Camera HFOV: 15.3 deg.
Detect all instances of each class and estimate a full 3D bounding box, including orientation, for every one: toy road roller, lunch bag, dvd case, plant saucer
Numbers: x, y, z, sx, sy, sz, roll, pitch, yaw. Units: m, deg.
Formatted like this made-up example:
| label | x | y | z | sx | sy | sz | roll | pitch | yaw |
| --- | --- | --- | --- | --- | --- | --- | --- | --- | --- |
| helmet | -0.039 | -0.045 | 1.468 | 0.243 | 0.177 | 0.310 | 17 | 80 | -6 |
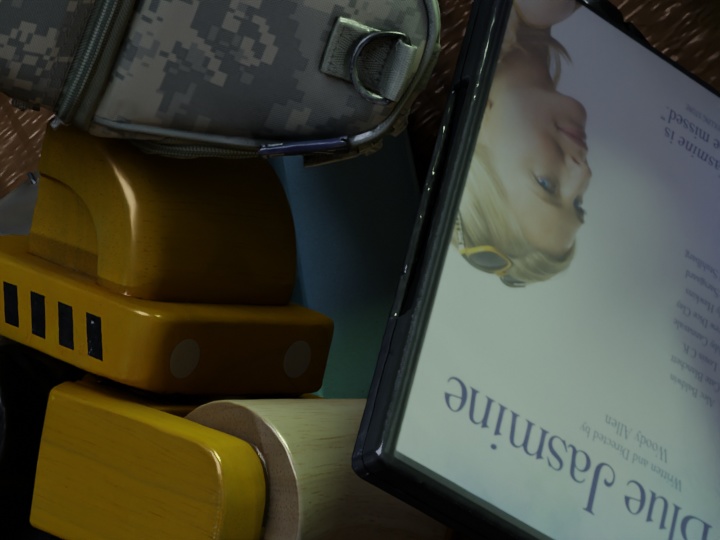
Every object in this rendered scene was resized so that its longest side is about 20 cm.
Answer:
| label | x | y | z | sx | sy | sz | roll | pitch | yaw |
| --- | --- | --- | --- | --- | --- | --- | --- | --- | --- |
| toy road roller | -0.059 | 0.026 | 0.949 | 0.200 | 0.123 | 0.146 | 18 | 101 | 40 |
| lunch bag | -0.054 | -0.123 | 0.948 | 0.200 | 0.167 | 0.140 | -88 | 18 | -67 |
| dvd case | 0.078 | 0.009 | 0.890 | 0.018 | 0.143 | 0.200 | -27 | 40 | 49 |
| plant saucer | 0.000 | 0.000 | 1.057 | 0.070 | 0.019 | 0.200 | -27 | 46 | 17 |

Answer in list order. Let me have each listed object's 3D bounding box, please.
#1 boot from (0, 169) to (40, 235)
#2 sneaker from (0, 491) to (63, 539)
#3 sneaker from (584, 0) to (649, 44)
| label | x | y | z | sx | sy | sz | roll | pitch | yaw |
| --- | --- | --- | --- | --- | --- | --- | --- | --- | --- |
| boot | -0.133 | -0.007 | 1.134 | 0.200 | 0.075 | 0.097 | 12 | 54 | 33 |
| sneaker | -0.149 | 0.082 | 1.053 | 0.071 | 0.080 | 0.200 | -50 | 43 | -2 |
| sneaker | 0.062 | -0.005 | 0.982 | 0.090 | 0.078 | 0.200 | -22 | 40 | 33 |
